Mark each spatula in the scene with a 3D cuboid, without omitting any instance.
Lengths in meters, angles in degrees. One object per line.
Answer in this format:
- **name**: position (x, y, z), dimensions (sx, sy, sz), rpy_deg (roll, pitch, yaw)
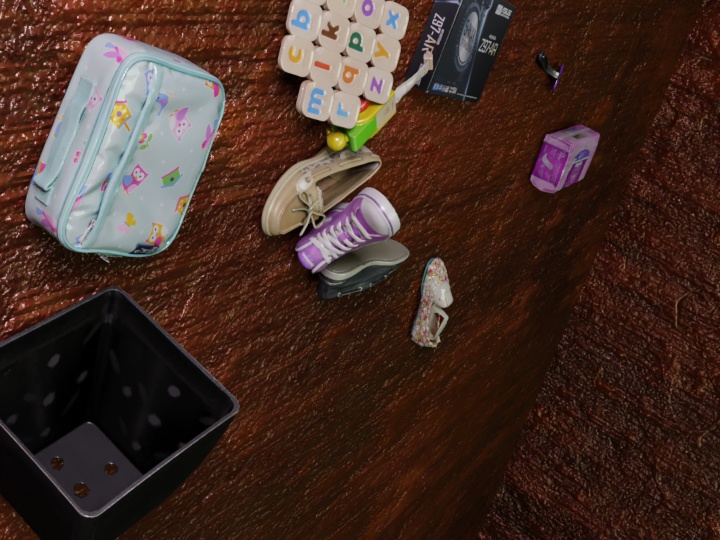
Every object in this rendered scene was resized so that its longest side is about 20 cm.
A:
- **spatula**: position (0.371, -0.393, 1.768), dimensions (0.199, 0.020, 0.058), rpy_deg (12, 99, -64)

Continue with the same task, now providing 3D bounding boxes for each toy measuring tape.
- **toy measuring tape**: position (0.015, -0.229, 1.183), dimensions (0.201, 0.073, 0.074), rpy_deg (-49, 153, -24)

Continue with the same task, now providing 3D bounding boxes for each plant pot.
- **plant pot**: position (-0.271, 0.175, 0.918), dimensions (0.199, 0.199, 0.179), rpy_deg (-33, 155, -46)

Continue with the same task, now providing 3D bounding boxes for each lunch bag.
- **lunch bag**: position (-0.218, -0.107, 0.841), dimensions (0.160, 0.076, 0.203), rpy_deg (2, 114, -64)

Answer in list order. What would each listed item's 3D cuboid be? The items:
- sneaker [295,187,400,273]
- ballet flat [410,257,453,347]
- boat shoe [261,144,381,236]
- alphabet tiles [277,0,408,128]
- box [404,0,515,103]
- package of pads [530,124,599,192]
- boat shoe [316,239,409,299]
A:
- **sneaker**: position (-0.024, -0.041, 1.208), dimensions (0.114, 0.073, 0.200), rpy_deg (-41, -172, -21)
- **ballet flat**: position (0.148, 0.068, 1.772), dimensions (0.075, 0.063, 0.203), rpy_deg (-35, 144, -43)
- **boat shoe**: position (-0.052, -0.109, 1.185), dimensions (0.200, 0.062, 0.074), rpy_deg (-46, 153, -30)
- **alphabet tiles**: position (-0.018, -0.275, 1.068), dimensions (0.194, 0.014, 0.204), rpy_deg (4, 103, -49)
- **box**: position (0.154, -0.343, 1.364), dimensions (0.199, 0.043, 0.163), rpy_deg (-8, 124, -61)
- **package of pads**: position (0.461, -0.252, 2.033), dimensions (0.199, 0.075, 0.123), rpy_deg (-25, 136, -53)
- **boat shoe**: position (0.002, 0.001, 1.398), dimensions (0.198, 0.074, 0.067), rpy_deg (-25, 140, -52)
